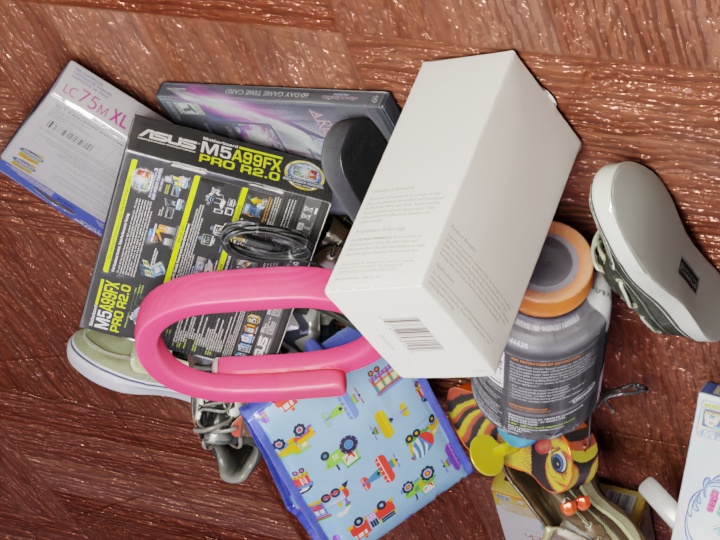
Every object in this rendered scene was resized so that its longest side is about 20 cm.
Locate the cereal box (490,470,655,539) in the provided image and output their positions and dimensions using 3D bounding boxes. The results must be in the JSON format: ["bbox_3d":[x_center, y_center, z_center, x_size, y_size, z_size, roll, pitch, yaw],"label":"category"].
[{"bbox_3d":[0.207,0.254,2.023,0.144,0.040,0.200,11,150,20],"label":"cereal box"}]

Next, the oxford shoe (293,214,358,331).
[{"bbox_3d":[0.000,0.000,1.697,0.200,0.073,0.085,9,141,18],"label":"oxford shoe"}]

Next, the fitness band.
[{"bbox_3d":[-0.073,0.048,1.633,0.200,0.037,0.144,-5,144,7],"label":"fitness band"}]

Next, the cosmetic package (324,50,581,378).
[{"bbox_3d":[0.067,-0.038,1.440,0.085,0.200,0.108,-4,140,38],"label":"cosmetic package"}]

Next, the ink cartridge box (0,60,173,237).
[{"bbox_3d":[-0.215,-0.092,1.709,0.119,0.042,0.200,32,153,-12],"label":"ink cartridge box"}]

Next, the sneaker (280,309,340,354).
[{"bbox_3d":[-0.080,0.074,1.875,0.129,0.080,0.199,14,151,19],"label":"sneaker"}]

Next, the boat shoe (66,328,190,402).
[{"bbox_3d":[-0.177,0.079,1.984,0.200,0.072,0.062,13,127,10],"label":"boat shoe"}]

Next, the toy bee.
[{"bbox_3d":[0.151,0.149,1.784,0.131,0.109,0.200,-9,-174,-20],"label":"toy bee"}]

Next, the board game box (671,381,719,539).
[{"bbox_3d":[0.352,0.208,1.702,0.200,0.199,0.043,14,-164,17],"label":"board game box"}]

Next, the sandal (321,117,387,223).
[{"bbox_3d":[0.037,-0.031,1.570,0.043,0.076,0.200,-2,143,35],"label":"sandal"}]

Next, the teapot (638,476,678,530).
[{"bbox_3d":[0.327,0.274,1.862,0.197,0.146,0.200,-5,118,-26],"label":"teapot"}]

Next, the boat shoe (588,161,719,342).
[{"bbox_3d":[0.201,-0.007,1.536,0.064,0.071,0.200,0,146,34],"label":"boat shoe"}]

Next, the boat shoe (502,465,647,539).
[{"bbox_3d":[0.186,0.228,1.832,0.202,0.075,0.075,57,153,34],"label":"boat shoe"}]

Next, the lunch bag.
[{"bbox_3d":[-0.011,0.131,1.812,0.094,0.150,0.200,45,165,44],"label":"lunch bag"}]

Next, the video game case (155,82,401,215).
[{"bbox_3d":[-0.042,-0.090,1.623,0.200,0.019,0.143,6,148,30],"label":"video game case"}]

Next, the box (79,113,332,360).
[{"bbox_3d":[-0.120,-0.017,1.649,0.160,0.044,0.200,14,133,-6],"label":"box"}]

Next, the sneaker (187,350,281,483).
[{"bbox_3d":[-0.109,0.104,1.792,0.077,0.082,0.200,3,136,19],"label":"sneaker"}]

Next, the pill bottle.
[{"bbox_3d":[0.138,0.042,1.630,0.106,0.106,0.200,16,152,11],"label":"pill bottle"}]

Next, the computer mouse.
[{"bbox_3d":[-0.019,-0.004,1.613,0.200,0.034,0.059,23,138,-31],"label":"computer mouse"}]
